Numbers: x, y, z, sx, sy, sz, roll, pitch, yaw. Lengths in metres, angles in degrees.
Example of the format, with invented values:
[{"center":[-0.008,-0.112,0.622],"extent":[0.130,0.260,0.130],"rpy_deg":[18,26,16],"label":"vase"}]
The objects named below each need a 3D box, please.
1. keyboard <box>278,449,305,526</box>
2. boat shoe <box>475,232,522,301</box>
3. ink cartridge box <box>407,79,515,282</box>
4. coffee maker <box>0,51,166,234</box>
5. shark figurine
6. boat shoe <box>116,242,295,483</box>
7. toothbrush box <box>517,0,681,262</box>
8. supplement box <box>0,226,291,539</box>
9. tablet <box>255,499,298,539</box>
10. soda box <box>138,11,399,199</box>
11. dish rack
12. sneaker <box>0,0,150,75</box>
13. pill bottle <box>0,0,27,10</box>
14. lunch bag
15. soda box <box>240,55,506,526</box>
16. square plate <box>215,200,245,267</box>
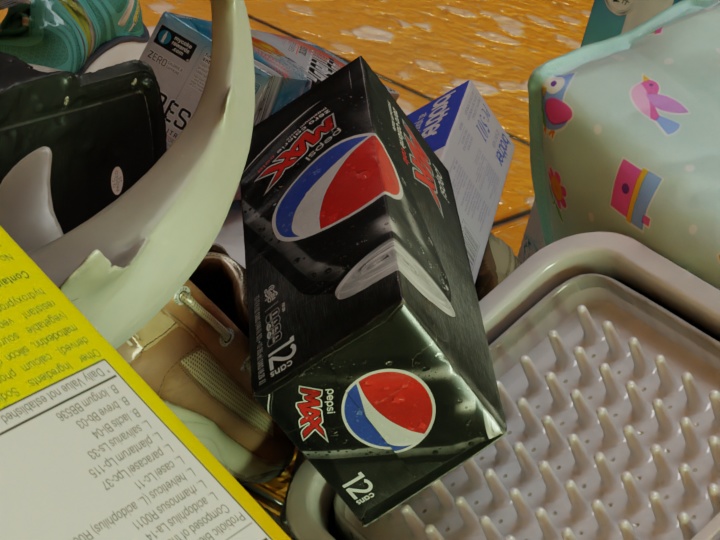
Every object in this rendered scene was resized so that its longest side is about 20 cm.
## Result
[{"center":[0.002,0.052,0.944],"extent":[0.011,0.056,0.200],"rpy_deg":[56,16,-15],"label":"keyboard"},{"center":[0.063,0.039,0.974],"extent":[0.064,0.071,0.200],"rpy_deg":[34,21,-8],"label":"boat shoe"},{"center":[0.010,-0.014,1.017],"extent":[0.044,0.094,0.200],"rpy_deg":[55,22,-15],"label":"ink cartridge box"},{"center":[-0.207,-0.049,0.891],"extent":[0.200,0.135,0.192],"rpy_deg":[16,-1,30],"label":"coffee maker"},{"center":[-0.077,-0.021,0.715],"extent":[0.128,0.215,0.090],"rpy_deg":[38,-5,3],"label":"shark figurine"},{"center":[-0.058,0.030,0.844],"extent":[0.076,0.072,0.200],"rpy_deg":[33,2,17],"label":"boat shoe"},{"center":[0.167,-0.041,1.061],"extent":[0.085,0.200,0.146],"rpy_deg":[-8,33,-43],"label":"toothbrush box"},{"center":[-0.122,0.073,0.632],"extent":[0.200,0.110,0.109],"rpy_deg":[46,30,10],"label":"supplement box"},{"center":[-0.058,0.083,0.798],"extent":[0.200,0.014,0.130],"rpy_deg":[34,2,38],"label":"tablet"},{"center":[-0.049,-0.077,1.111],"extent":[0.063,0.069,0.200],"rpy_deg":[31,11,14],"label":"soda box"},{"center":[0.087,0.082,0.784],"extent":[0.172,0.044,0.200],"rpy_deg":[-42,43,-13],"label":"dish rack"},{"center":[-0.170,-0.128,1.192],"extent":[0.077,0.080,0.200],"rpy_deg":[-1,15,16],"label":"sneaker"},{"center":[-0.241,-0.167,1.118],"extent":[0.200,0.113,0.112],"rpy_deg":[-16,16,16],"label":"pill bottle"},{"center":[0.156,0.015,0.918],"extent":[0.122,0.200,0.170],"rpy_deg":[-27,50,-18],"label":"lunch bag"},{"center":[0.000,0.000,0.834],"extent":[0.071,0.063,0.200],"rpy_deg":[51,14,-26],"label":"soda box"},{"center":[-0.138,-0.037,1.080],"extent":[0.200,0.029,0.198],"rpy_deg":[-1,28,-35],"label":"square plate"}]
